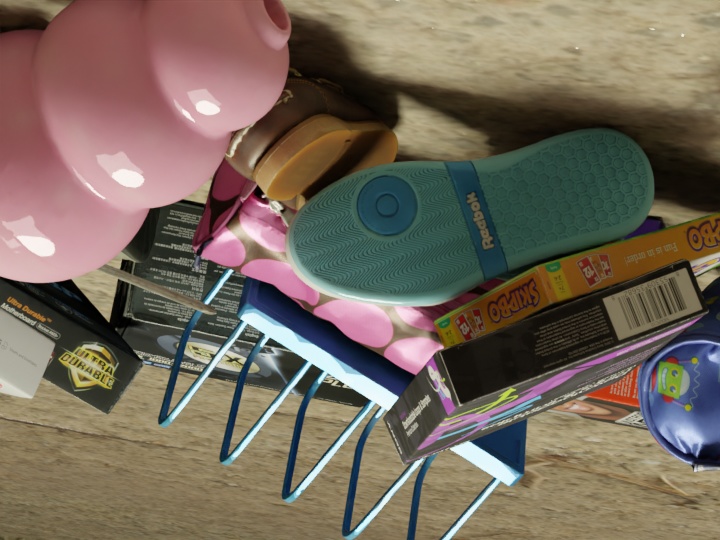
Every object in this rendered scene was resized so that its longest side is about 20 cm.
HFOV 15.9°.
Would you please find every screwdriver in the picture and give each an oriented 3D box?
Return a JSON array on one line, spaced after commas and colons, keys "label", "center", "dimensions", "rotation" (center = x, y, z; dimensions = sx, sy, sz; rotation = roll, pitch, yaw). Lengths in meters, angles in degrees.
[{"label": "screwdriver", "center": [-0.161, -0.012, 1.454], "dimensions": [0.199, 0.029, 0.028], "rotation": [16, -155, 30]}]

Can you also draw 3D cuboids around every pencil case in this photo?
[{"label": "pencil case", "center": [0.220, 0.055, 1.521], "dimensions": [0.086, 0.078, 0.200], "rotation": [25, -162, 10]}, {"label": "pencil case", "center": [0.000, 0.000, 1.491], "dimensions": [0.199, 0.091, 0.094], "rotation": [28, 159, -17]}]

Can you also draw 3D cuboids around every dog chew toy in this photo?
[{"label": "dog chew toy", "center": [-0.119, -0.078, 1.232], "dimensions": [0.199, 0.125, 0.124], "rotation": [-29, 150, 24]}]

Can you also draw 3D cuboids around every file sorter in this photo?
[{"label": "file sorter", "center": [-0.010, 0.075, 1.595], "dimensions": [0.199, 0.139, 0.123], "rotation": [33, 118, -13]}]

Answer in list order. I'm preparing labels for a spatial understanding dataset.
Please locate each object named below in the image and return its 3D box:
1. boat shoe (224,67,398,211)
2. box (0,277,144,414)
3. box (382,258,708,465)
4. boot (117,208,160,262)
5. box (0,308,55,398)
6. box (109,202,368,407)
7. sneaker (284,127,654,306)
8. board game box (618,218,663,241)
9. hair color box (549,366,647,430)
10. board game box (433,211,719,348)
[{"label": "boat shoe", "center": [-0.033, -0.074, 1.356], "dimensions": [0.070, 0.070, 0.200], "rotation": [45, -177, 12]}, {"label": "box", "center": [-0.251, 0.005, 1.676], "dimensions": [0.200, 0.046, 0.159], "rotation": [33, -176, -32]}, {"label": "box", "center": [0.095, 0.053, 1.387], "dimensions": [0.142, 0.036, 0.200], "rotation": [-20, 172, -11]}, {"label": "boot", "center": [-0.212, -0.061, 1.528], "dimensions": [0.153, 0.074, 0.204], "rotation": [10, 167, 13]}, {"label": "box", "center": [-0.302, 0.016, 1.521], "dimensions": [0.199, 0.041, 0.156], "rotation": [9, 160, 43]}, {"label": "box", "center": [-0.066, 0.025, 1.763], "dimensions": [0.199, 0.087, 0.164], "rotation": [12, 167, -9]}, {"label": "sneaker", "center": [0.052, -0.018, 1.394], "dimensions": [0.199, 0.080, 0.131], "rotation": [-10, 173, -9]}, {"label": "board game box", "center": [0.133, 0.009, 1.628], "dimensions": [0.134, 0.045, 0.200], "rotation": [7, 167, 15]}, {"label": "hair color box", "center": [0.163, 0.070, 1.842], "dimensions": [0.199, 0.062, 0.102], "rotation": [12, 168, -6]}, {"label": "board game box", "center": [0.142, 0.001, 1.399], "dimensions": [0.199, 0.030, 0.095], "rotation": [-19, 173, -38]}]
